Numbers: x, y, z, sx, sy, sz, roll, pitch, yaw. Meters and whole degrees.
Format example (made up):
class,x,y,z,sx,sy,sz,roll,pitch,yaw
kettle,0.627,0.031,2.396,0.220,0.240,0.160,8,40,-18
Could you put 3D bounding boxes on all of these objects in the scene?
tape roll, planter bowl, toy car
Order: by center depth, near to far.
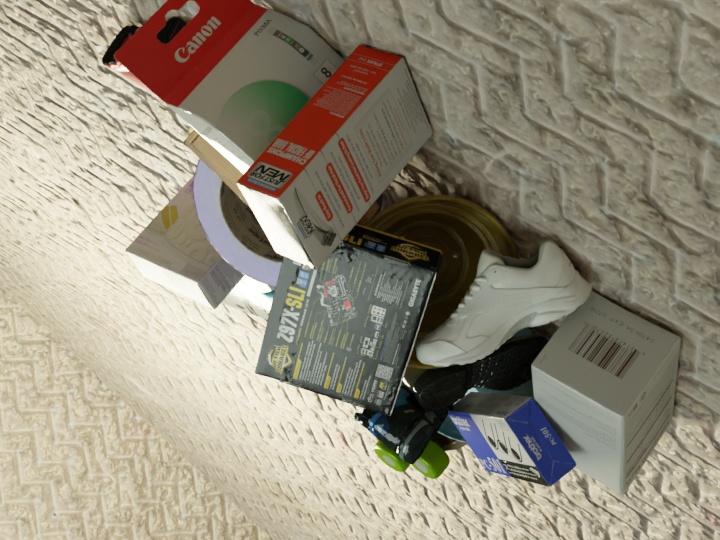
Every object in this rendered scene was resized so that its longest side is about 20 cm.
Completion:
class,x,y,z,sx,sy,sz,roll,pitch,yaw
planter bowl,0.075,0.002,1.451,0.200,0.200,0.083,45,-170,-16
tape roll,-0.081,-0.087,1.459,0.200,0.085,0.200,10,118,19
toy car,0.063,0.145,1.713,0.200,0.164,0.158,50,156,-21

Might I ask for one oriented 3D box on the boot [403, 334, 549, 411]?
class,x,y,z,sx,sy,sz,roll,pitch,yaw
boot,0.116,0.085,1.522,0.131,0.200,0.068,48,141,42

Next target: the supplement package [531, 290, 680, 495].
class,x,y,z,sx,sy,sz,roll,pitch,yaw
supplement package,0.270,0.137,1.428,0.117,0.117,0.200,29,156,25

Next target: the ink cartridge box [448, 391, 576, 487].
class,x,y,z,sx,sy,sz,roll,pitch,yaw
ink cartridge box,0.170,0.193,1.506,0.094,0.044,0.200,56,166,-5

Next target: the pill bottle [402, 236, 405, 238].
class,x,y,z,sx,sy,sz,roll,pitch,yaw
pill bottle,0.000,0.000,1.594,0.200,0.112,0.112,9,144,52

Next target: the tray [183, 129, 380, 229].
class,x,y,z,sx,sy,sz,roll,pitch,yaw
tray,-0.085,-0.102,1.382,0.200,0.037,0.099,45,123,-3

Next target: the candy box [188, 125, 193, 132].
class,x,y,z,sx,sy,sz,roll,pitch,yaw
candy box,-0.108,-0.147,1.552,0.200,0.055,0.115,38,157,1

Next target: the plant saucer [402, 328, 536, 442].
class,x,y,z,sx,sy,sz,roll,pitch,yaw
plant saucer,0.142,0.124,1.602,0.200,0.027,0.200,7,117,13

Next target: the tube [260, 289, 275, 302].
class,x,y,z,sx,sy,sz,roll,pitch,yaw
tube,-0.056,0.037,1.543,0.077,0.050,0.200,32,164,-16

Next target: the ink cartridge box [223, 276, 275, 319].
class,x,y,z,sx,sy,sz,roll,pitch,yaw
ink cartridge box,-0.153,-0.005,1.865,0.200,0.084,0.146,17,149,45

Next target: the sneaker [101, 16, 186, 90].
class,x,y,z,sx,sy,sz,roll,pitch,yaw
sneaker,-0.226,-0.249,1.547,0.087,0.074,0.200,38,167,-36

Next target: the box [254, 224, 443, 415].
class,x,y,z,sx,sy,sz,roll,pitch,yaw
box,-0.015,0.047,1.386,0.160,0.049,0.200,18,122,4

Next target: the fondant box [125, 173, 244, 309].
class,x,y,z,sx,sy,sz,roll,pitch,yaw
fondant box,-0.179,-0.059,1.641,0.144,0.200,0.058,21,151,38

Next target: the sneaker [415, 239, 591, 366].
class,x,y,z,sx,sy,sz,roll,pitch,yaw
sneaker,0.138,0.029,1.385,0.099,0.200,0.078,60,-172,-9

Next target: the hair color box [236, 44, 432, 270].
class,x,y,z,sx,sy,sz,roll,pitch,yaw
hair color box,-0.022,-0.113,1.286,0.064,0.200,0.111,22,153,36

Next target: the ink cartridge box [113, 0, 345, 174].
class,x,y,z,sx,sy,sz,roll,pitch,yaw
ink cartridge box,-0.121,-0.206,1.312,0.200,0.161,0.050,43,154,-11

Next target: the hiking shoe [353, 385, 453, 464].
class,x,y,z,sx,sy,sz,roll,pitch,yaw
hiking shoe,0.059,0.157,1.522,0.087,0.074,0.200,32,-167,8
